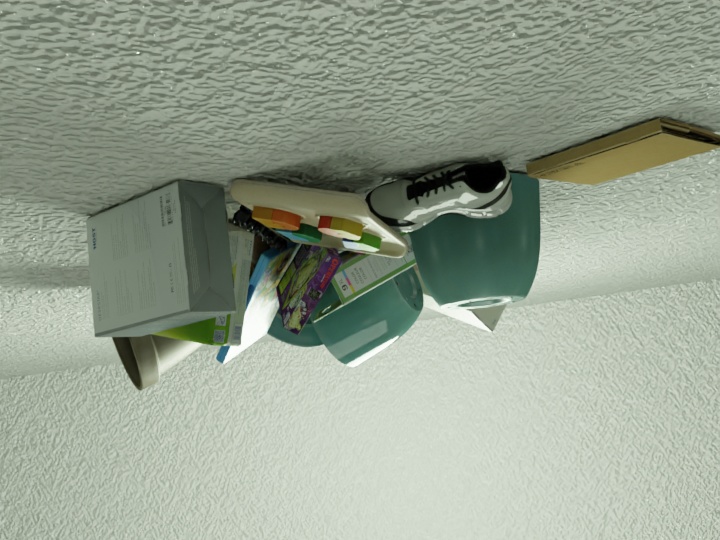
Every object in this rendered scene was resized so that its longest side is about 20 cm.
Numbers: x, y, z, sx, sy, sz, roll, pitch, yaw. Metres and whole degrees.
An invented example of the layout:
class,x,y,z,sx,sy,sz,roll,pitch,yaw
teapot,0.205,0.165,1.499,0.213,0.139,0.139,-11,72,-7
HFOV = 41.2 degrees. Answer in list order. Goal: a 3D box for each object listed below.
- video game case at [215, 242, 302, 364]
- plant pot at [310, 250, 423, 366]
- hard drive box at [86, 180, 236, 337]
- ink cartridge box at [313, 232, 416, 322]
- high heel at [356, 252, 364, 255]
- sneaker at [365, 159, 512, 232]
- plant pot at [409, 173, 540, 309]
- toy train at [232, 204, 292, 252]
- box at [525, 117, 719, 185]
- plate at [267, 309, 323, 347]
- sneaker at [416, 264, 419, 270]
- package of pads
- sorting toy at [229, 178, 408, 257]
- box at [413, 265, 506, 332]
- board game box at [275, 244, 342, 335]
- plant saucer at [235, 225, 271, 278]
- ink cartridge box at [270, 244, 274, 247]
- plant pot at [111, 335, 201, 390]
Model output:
class,x,y,z,sx,sy,sz,roll,pitch,yaw
video game case,-0.149,0.040,1.486,0.018,0.202,0.143,32,-153,11
plant pot,0.017,0.047,1.713,0.159,0.204,0.200,-26,165,23
hard drive box,-0.252,-0.009,1.193,0.198,0.159,0.076,-13,169,40
ink cartridge box,0.000,0.000,1.500,0.198,0.060,0.104,-30,-174,1
high heel,-0.025,-0.070,1.373,0.094,0.069,0.200,10,167,-5
sneaker,0.099,-0.104,1.224,0.196,0.075,0.080,-11,156,-4
plant pot,0.166,-0.033,1.369,0.196,0.164,0.201,-6,172,-1
toy train,-0.129,-0.064,1.329,0.034,0.046,0.200,30,177,14
box,0.340,-0.149,1.241,0.162,0.022,0.198,1,168,-44
plate,-0.122,0.054,1.726,0.197,0.202,0.026,-1,136,-36
sneaker,0.177,-0.051,1.547,0.199,0.079,0.096,-28,149,-41
package of pads,-0.228,0.012,1.270,0.198,0.158,0.068,6,178,41
sorting toy,-0.049,-0.057,1.208,0.182,0.037,0.200,9,168,20
box,0.170,0.036,1.786,0.198,0.079,0.095,21,165,43
board game box,-0.077,0.008,1.381,0.032,0.121,0.200,25,-170,-13
plant saucer,-0.229,-0.009,1.431,0.196,0.035,0.201,-4,152,-2
ink cartridge box,-0.227,0.013,1.610,0.196,0.085,0.146,-10,172,16
plant pot,-0.367,0.097,1.781,0.171,0.203,0.200,-20,178,-23
